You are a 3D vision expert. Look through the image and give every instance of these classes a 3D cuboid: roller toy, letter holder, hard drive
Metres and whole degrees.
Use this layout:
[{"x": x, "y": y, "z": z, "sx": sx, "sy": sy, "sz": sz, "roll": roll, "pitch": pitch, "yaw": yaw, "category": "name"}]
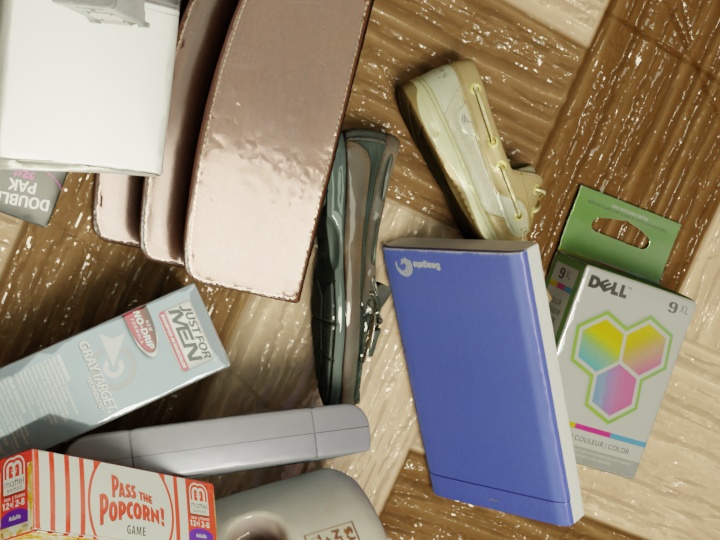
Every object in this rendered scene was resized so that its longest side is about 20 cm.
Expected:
[{"x": -0.038, "y": 0.237, "z": 0.803, "sx": 0.138, "sy": 0.200, "sz": 0.184, "roll": -14, "pitch": 99, "yaw": -15, "category": "roller toy"}, {"x": -0.092, "y": -0.098, "z": 0.767, "sx": 0.141, "sy": 0.101, "sz": 0.202, "roll": 12, "pitch": 97, "yaw": -18, "category": "letter holder"}, {"x": 0.087, "y": 0.077, "z": 0.845, "sx": 0.025, "sy": 0.131, "sz": 0.202, "roll": -25, "pitch": 109, "yaw": -40, "category": "hard drive"}]

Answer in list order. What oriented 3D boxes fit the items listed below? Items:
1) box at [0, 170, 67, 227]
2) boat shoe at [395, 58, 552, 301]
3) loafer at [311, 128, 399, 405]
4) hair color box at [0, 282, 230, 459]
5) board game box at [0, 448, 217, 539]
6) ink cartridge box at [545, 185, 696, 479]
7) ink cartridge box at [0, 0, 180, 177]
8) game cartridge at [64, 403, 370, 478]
[{"x": -0.223, "y": -0.150, "z": 0.701, "sx": 0.147, "sy": 0.124, "sz": 0.202, "roll": 21, "pitch": 94, "yaw": -21, "category": "box"}, {"x": 0.098, "y": -0.058, "z": 0.849, "sx": 0.066, "sy": 0.074, "sz": 0.201, "roll": -30, "pitch": 108, "yaw": -4, "category": "boat shoe"}, {"x": 0.000, "y": 0.000, "z": 0.830, "sx": 0.062, "sy": 0.072, "sz": 0.202, "roll": -3, "pitch": 99, "yaw": -15, "category": "loafer"}, {"x": -0.190, "y": 0.076, "z": 0.765, "sx": 0.198, "sy": 0.099, "sz": 0.061, "roll": -25, "pitch": 92, "yaw": -12, "category": "hair color box"}, {"x": -0.210, "y": 0.165, "z": 0.714, "sx": 0.151, "sy": 0.199, "sz": 0.047, "roll": 27, "pitch": 49, "yaw": -53, "category": "board game box"}, {"x": 0.189, "y": 0.048, "z": 0.906, "sx": 0.103, "sy": 0.059, "sz": 0.202, "roll": 17, "pitch": 95, "yaw": -20, "category": "ink cartridge box"}, {"x": -0.140, "y": -0.153, "z": 0.584, "sx": 0.083, "sy": 0.145, "sz": 0.202, "roll": 4, "pitch": 99, "yaw": -22, "category": "ink cartridge box"}, {"x": -0.099, "y": 0.120, "z": 0.790, "sx": 0.198, "sy": 0.133, "sz": 0.042, "roll": -5, "pitch": 76, "yaw": -17, "category": "game cartridge"}]
